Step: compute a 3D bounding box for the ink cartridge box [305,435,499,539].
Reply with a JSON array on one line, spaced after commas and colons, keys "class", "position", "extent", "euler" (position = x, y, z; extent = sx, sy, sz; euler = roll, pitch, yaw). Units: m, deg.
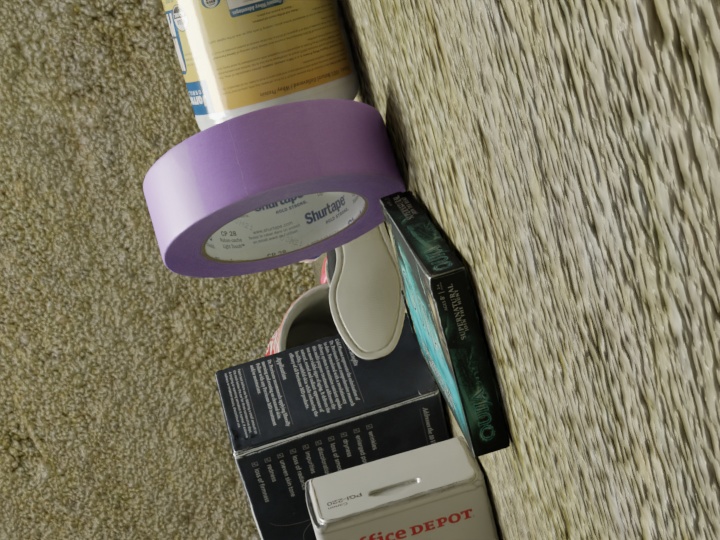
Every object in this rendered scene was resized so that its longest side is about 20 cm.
[{"class": "ink cartridge box", "position": [0.048, 0.258, 1.331], "extent": [0.085, 0.145, 0.201], "euler": [-113, 8, -66]}]

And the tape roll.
[{"class": "tape roll", "position": [-0.068, -0.062, 1.246], "extent": [0.200, 0.199, 0.066], "euler": [88, 166, -74]}]

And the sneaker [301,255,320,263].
[{"class": "sneaker", "position": [-0.047, -0.114, 1.754], "extent": [0.089, 0.078, 0.201], "euler": [-25, 65, 51]}]

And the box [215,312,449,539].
[{"class": "box", "position": [-0.016, 0.174, 1.508], "extent": [0.124, 0.196, 0.200], "euler": [-109, 5, -50]}]

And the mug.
[{"class": "mug", "position": [-0.045, 0.110, 1.690], "extent": [0.200, 0.133, 0.178], "euler": [146, 144, -76]}]

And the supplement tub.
[{"class": "supplement tub", "position": [-0.084, -0.193, 1.333], "extent": [0.145, 0.144, 0.201], "euler": [-127, 21, -79]}]

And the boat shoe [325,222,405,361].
[{"class": "boat shoe", "position": [0.000, 0.000, 1.478], "extent": [0.060, 0.074, 0.201], "euler": [81, 174, -62]}]

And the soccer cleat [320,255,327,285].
[{"class": "soccer cleat", "position": [-0.003, 0.024, 1.799], "extent": [0.200, 0.066, 0.077], "euler": [67, -142, -65]}]

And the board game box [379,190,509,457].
[{"class": "board game box", "position": [0.057, 0.032, 1.130], "extent": [0.200, 0.028, 0.136], "euler": [-118, 11, -71]}]
